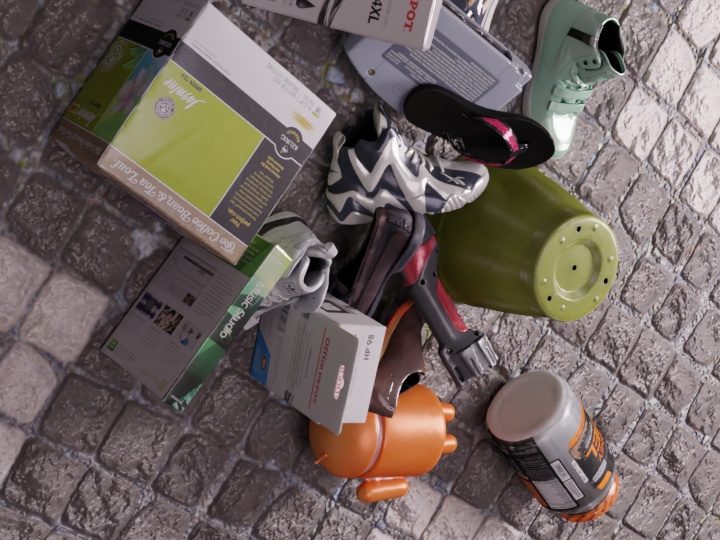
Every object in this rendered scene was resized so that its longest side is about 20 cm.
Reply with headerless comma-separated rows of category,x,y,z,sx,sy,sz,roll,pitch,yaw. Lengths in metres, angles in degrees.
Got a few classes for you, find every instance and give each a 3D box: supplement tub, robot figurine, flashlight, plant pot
supplement tub,0.259,0.237,1.989,0.123,0.122,0.200,-46,126,-12
robot figurine,0.022,0.190,1.817,0.199,0.117,0.145,3,116,-36
flashlight,0.096,0.033,1.789,0.067,0.068,0.201,-30,95,23
plant pot,0.201,-0.027,1.811,0.199,0.193,0.202,-12,114,-30

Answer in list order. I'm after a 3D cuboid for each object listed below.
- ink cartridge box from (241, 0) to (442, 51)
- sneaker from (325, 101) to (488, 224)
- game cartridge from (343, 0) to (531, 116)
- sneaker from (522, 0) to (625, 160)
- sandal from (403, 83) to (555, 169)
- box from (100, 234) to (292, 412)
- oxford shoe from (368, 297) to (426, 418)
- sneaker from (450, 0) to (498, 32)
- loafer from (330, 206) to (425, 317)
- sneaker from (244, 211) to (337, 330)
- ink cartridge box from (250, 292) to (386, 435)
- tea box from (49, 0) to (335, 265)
ink cartridge box,-0.007,-0.323,1.568,0.198,0.084,0.147,14,99,4
sneaker,0.053,-0.135,1.732,0.198,0.080,0.131,-8,116,-10
game cartridge,0.082,-0.232,1.696,0.133,0.042,0.200,-35,131,28
sneaker,0.263,-0.221,1.830,0.073,0.118,0.202,-10,113,-33
sandal,0.137,-0.153,1.729,0.199,0.045,0.075,18,127,-27
box,-0.176,0.038,1.607,0.036,0.144,0.201,40,83,-41
oxford shoe,0.047,0.103,1.787,0.200,0.072,0.071,-53,173,-44
sneaker,0.111,-0.318,1.717,0.079,0.078,0.202,-3,110,-39
loafer,0.000,0.000,1.736,0.063,0.072,0.200,20,126,-24
sneaker,-0.113,0.023,1.663,0.200,0.115,0.075,-46,125,-12
ink cartridge box,-0.040,0.098,1.687,0.066,0.200,0.117,4,105,-35
tea box,-0.171,-0.149,1.551,0.200,0.133,0.197,39,83,-37
